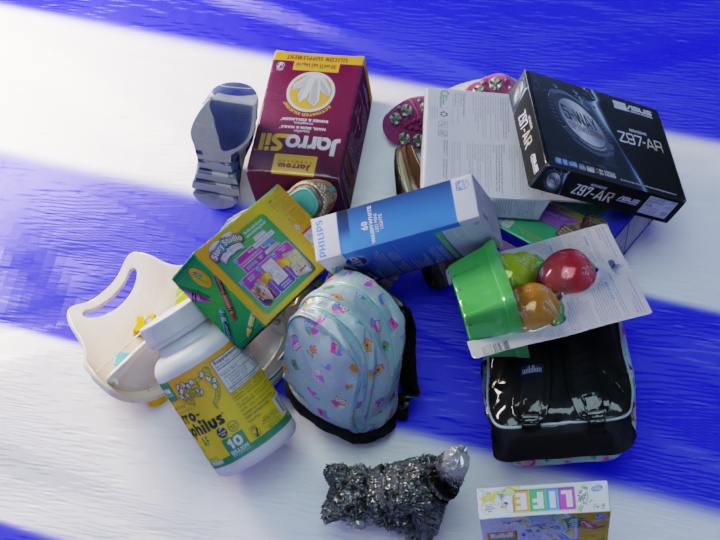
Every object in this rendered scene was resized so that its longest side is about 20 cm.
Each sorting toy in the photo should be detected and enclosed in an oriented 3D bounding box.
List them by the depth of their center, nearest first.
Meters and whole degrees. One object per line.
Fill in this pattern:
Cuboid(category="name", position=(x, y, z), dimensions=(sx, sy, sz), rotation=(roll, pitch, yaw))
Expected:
Cuboid(category="sorting toy", position=(-0.280, 0.060, 1.696), dimensions=(0.200, 0.107, 0.180), rotation=(-44, 57, -14))

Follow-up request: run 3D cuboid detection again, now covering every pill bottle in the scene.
Cuboid(category="pill bottle", position=(-0.173, 0.133, 1.577), dimensions=(0.113, 0.113, 0.200), rotation=(-33, 97, -10))

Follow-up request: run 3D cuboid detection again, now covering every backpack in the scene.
Cuboid(category="backpack", position=(0.229, 0.125, 1.545), dimensions=(0.177, 0.151, 0.200), rotation=(-6, 53, 7))
Cuboid(category="backpack", position=(-0.016, 0.100, 1.561), dimensions=(0.167, 0.200, 0.127), rotation=(27, 46, 18))

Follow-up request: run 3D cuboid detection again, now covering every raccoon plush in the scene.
Cuboid(category="raccoon plush", position=(0.033, 0.229, 1.503), dimensions=(0.134, 0.200, 0.097), rotation=(12, 45, -8))

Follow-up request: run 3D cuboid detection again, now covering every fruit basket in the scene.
Cuboid(category="fruit basket", position=(0.206, 0.026, 1.501), dimensions=(0.200, 0.094, 0.185), rotation=(-11, 34, -2))

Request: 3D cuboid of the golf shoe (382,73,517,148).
Cuboid(category="golf shoe", position=(0.129, -0.215, 1.801), dimensions=(0.200, 0.092, 0.075), rotation=(-12, 100, 21))

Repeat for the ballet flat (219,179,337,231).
Cuboid(category="ballet flat", position=(-0.104, -0.064, 1.729), dimensions=(0.200, 0.065, 0.071), rotation=(-22, 92, 38))

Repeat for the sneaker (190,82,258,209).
Cuboid(category="sneaker", position=(-0.180, -0.188, 1.767), dimensions=(0.080, 0.200, 0.115), rotation=(11, 50, -5))

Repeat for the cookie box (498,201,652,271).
Cuboid(category="cookie box", position=(0.254, -0.072, 1.668), dimensions=(0.171, 0.075, 0.200), rotation=(29, 54, 22))

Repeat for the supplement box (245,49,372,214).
Cuboid(category="supplement box", position=(-0.066, -0.184, 1.788), dimensions=(0.131, 0.103, 0.200), rotation=(5, 63, 10))

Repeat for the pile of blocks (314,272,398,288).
Cuboid(category="pile of blocks", position=(0.000, 0.000, 1.662), dimensions=(0.200, 0.062, 0.082), rotation=(-43, 64, 9))

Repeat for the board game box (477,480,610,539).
Cuboid(category="board game box", position=(0.199, 0.279, 1.439), dimensions=(0.134, 0.200, 0.034), rotation=(-5, 62, 7))

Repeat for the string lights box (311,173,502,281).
Cuboid(category="string lights box", position=(0.055, -0.043, 1.558), dimensions=(0.200, 0.103, 0.059), rotation=(-15, 66, 16))

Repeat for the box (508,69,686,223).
Cuboid(category="box", position=(0.285, -0.149, 1.614), dimensions=(0.200, 0.044, 0.160), rotation=(13, 48, -22))

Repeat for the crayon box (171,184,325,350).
Cuboid(category="crayon box", position=(-0.119, -0.008, 1.596), dimensions=(0.119, 0.058, 0.200), rotation=(45, 40, 0))

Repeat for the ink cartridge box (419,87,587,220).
Cuboid(category="ink cartridge box", position=(0.175, -0.145, 1.656), dimensions=(0.199, 0.043, 0.197), rotation=(5, 47, 0))

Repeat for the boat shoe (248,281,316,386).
Cuboid(category="boat shoe", position=(-0.107, 0.051, 1.675), dimensions=(0.074, 0.086, 0.202), rotation=(16, 65, 17))

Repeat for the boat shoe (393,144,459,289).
Cuboid(category="boat shoe", position=(0.096, -0.071, 1.724), dimensions=(0.074, 0.076, 0.200), rotation=(-15, 69, -7))
